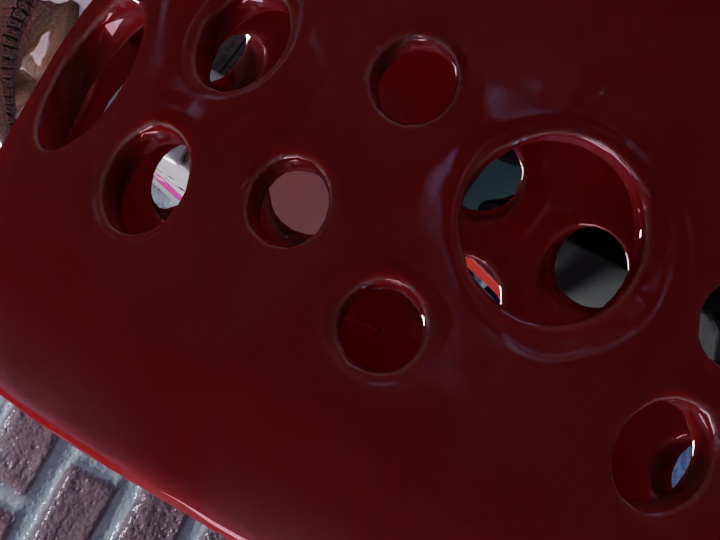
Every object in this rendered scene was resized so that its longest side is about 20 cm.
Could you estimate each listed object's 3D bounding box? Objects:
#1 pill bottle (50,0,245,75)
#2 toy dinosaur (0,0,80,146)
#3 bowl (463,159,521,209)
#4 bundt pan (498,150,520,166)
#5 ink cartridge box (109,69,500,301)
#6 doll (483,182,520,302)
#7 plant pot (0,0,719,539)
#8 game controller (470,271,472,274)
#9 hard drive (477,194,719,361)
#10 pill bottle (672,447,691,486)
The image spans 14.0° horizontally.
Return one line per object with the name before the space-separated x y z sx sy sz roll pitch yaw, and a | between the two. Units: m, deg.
pill bottle | -0.045 -0.112 1.207 0.200 0.112 0.112 28 180 -22
toy dinosaur | -0.140 -0.125 1.262 0.086 0.136 0.200 37 -154 -23
bowl | 0.035 -0.076 1.449 0.201 0.105 0.201 27 -179 0
bundt pan | 0.072 -0.070 1.021 0.202 0.076 0.202 27 180 0
ink cartridge box | 0.000 0.000 1.135 0.200 0.044 0.174 44 173 -37
doll | 0.100 0.013 1.245 0.136 0.200 0.048 45 -173 31
plant pot | 0.036 -0.023 0.620 0.200 0.183 0.200 28 180 0
game controller | -0.041 -0.041 1.316 0.200 0.042 0.104 29 -169 16
hard drive | 0.162 0.000 1.100 0.200 0.033 0.139 -6 -158 -35
pill bottle | 0.145 0.048 1.325 0.200 0.109 0.109 -5 -179 0
